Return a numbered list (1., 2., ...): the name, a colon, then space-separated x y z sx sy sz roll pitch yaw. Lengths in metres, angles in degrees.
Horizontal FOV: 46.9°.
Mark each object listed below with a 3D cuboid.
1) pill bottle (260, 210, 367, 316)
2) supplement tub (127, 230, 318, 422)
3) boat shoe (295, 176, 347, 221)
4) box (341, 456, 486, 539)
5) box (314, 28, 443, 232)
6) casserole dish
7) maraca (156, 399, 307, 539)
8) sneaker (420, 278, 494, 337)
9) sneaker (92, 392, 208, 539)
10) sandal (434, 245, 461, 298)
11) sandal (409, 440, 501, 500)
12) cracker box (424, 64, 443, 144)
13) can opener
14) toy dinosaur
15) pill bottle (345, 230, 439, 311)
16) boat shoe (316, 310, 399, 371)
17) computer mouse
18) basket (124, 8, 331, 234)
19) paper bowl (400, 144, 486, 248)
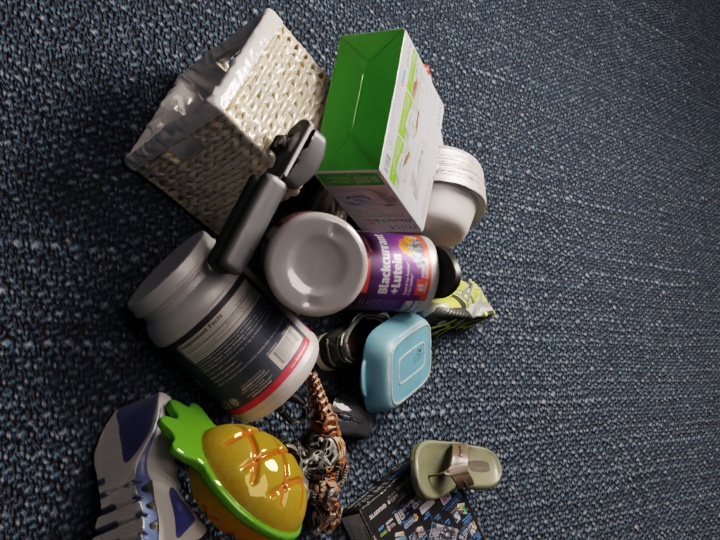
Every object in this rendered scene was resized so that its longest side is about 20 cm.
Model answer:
1. pill bottle: -0.060 -0.013 0.984 0.113 0.200 0.115 -1 95 -8
2. supplement tub: -0.159 0.067 0.979 0.200 0.140 0.141 47 46 -17
3. boat shoe: -0.054 -0.139 1.218 0.073 0.074 0.201 26 55 -33
4. box: 0.086 0.372 1.144 0.200 0.050 0.199 -27 92 -47
5. box: 0.032 -0.175 1.079 0.176 0.096 0.201 45 51 -60
6. casserole dish: 0.057 0.129 1.176 0.200 0.039 0.122 -24 116 -63
7. maraca: -0.137 0.215 0.895 0.200 0.107 0.137 43 6 -10
8. sneaker: 0.142 0.056 1.319 0.200 0.075 0.077 1 61 -61
9. sneaker: -0.223 0.245 0.894 0.115 0.080 0.200 52 24 -46
10. sandal: 0.113 0.009 1.225 0.045 0.200 0.076 3 82 -14
11. sandal: 0.140 0.274 1.169 0.200 0.057 0.080 6 67 -44
12. cracker box: 0.069 -0.264 1.402 0.133 0.058 0.201 7 67 -42
13. can opener: -0.095 -0.078 0.926 0.067 0.053 0.201 34 73 -31
14. toy dinosaur: -0.065 0.232 1.029 0.135 0.102 0.201 -8 80 -49
15. pill bottle: 0.000 0.000 1.161 0.199 0.111 0.112 3 69 -23
16. boat shoe: 0.020 0.089 1.194 0.200 0.067 0.072 -24 89 -48
17. computer mouse: -0.042 0.185 1.084 0.200 0.034 0.059 26 71 -48
18. basket: -0.155 -0.185 1.058 0.161 0.198 0.201 43 48 -27
19. paper bowl: 0.088 -0.095 1.241 0.200 0.200 0.105 18 60 -37
